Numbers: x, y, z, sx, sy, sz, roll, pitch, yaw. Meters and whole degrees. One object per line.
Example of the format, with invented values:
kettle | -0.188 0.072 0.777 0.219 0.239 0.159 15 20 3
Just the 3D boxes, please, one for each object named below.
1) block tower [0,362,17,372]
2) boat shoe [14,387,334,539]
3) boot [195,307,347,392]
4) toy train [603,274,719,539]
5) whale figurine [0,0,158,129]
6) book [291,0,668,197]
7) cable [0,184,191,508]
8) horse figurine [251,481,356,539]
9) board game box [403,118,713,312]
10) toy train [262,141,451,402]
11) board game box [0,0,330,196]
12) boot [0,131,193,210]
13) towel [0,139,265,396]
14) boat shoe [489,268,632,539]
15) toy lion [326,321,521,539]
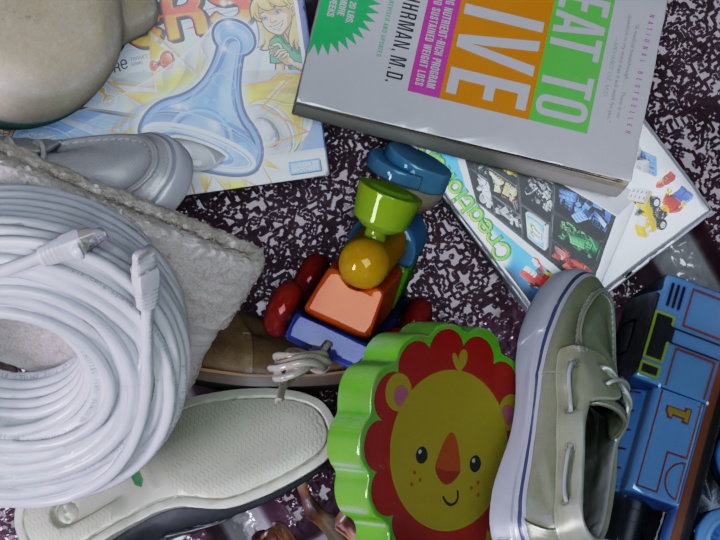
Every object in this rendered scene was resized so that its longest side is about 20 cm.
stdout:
block tower | -0.205 0.018 1.689 0.200 0.058 0.054 -33 52 10
boat shoe | -0.103 0.122 1.697 0.200 0.068 0.072 -21 71 12
boot | -0.080 0.037 1.713 0.200 0.074 0.076 4 81 0
toy train | 0.191 0.104 1.696 0.114 0.087 0.200 20 75 -7
whale figurine | -0.193 -0.175 1.665 0.159 0.104 0.200 23 67 -18
book | 0.072 -0.133 1.688 0.200 0.048 0.134 13 79 -4
cable | -0.192 0.044 1.580 0.200 0.069 0.200 -6 131 5
horse figurine | 0.033 0.159 1.720 0.200 0.050 0.133 -13 106 -10
board game box | 0.102 -0.077 1.730 0.126 0.035 0.200 -37 92 -1
toy train | 0.000 0.000 1.635 0.085 0.200 0.116 23 107 6
board game box | -0.126 -0.109 1.722 0.200 0.034 0.135 -9 91 -1
boot | -0.201 -0.047 1.627 0.200 0.096 0.074 -18 56 20
towel | -0.166 0.002 1.611 0.200 0.034 0.133 22 127 -16
boat shoe | 0.125 0.083 1.640 0.062 0.072 0.200 -10 49 30
toy lion | 0.056 0.130 1.639 0.200 0.069 0.192 22 75 -43
